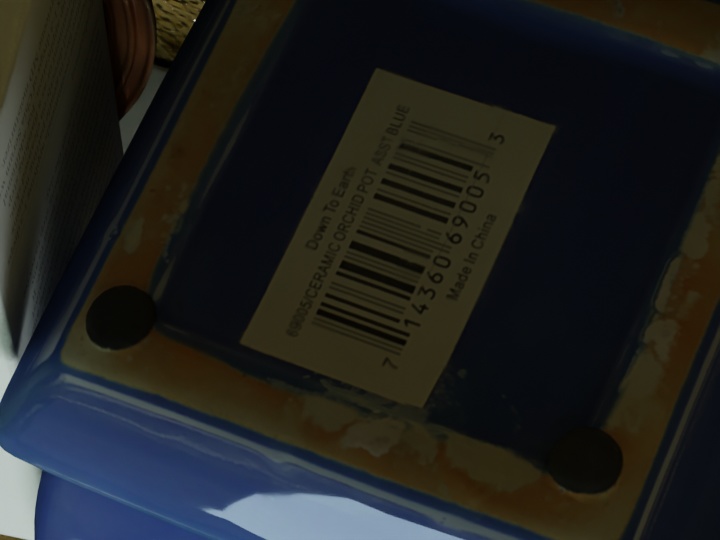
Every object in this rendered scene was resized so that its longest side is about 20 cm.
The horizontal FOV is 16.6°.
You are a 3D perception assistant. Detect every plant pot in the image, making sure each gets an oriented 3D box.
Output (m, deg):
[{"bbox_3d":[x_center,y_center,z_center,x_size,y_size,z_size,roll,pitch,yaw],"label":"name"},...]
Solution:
[{"bbox_3d":[0.029,0.021,0.634,0.200,0.200,0.180,20,159,17],"label":"plant pot"}]

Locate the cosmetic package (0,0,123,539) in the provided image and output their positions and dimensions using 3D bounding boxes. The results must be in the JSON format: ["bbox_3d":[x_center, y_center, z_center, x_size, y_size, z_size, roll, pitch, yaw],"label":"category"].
[{"bbox_3d":[-0.107,-0.017,0.626,0.071,0.101,0.200,10,152,5],"label":"cosmetic package"}]

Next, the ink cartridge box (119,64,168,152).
[{"bbox_3d":[0.000,0.000,0.843,0.200,0.067,0.116,17,164,25],"label":"ink cartridge box"}]

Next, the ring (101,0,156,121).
[{"bbox_3d":[-0.151,-0.083,0.645,0.200,0.019,0.200,7,153,4],"label":"ring"}]
